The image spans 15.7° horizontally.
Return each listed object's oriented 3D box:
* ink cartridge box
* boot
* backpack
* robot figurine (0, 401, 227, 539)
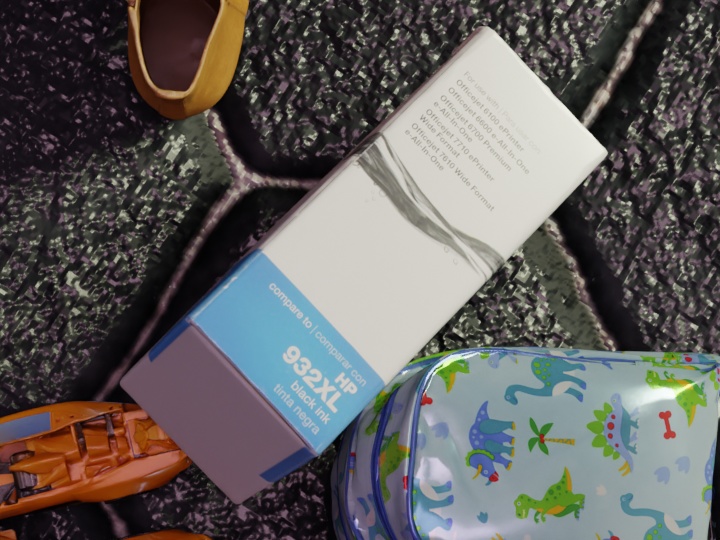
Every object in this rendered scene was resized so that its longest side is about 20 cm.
[{"bbox_3d":[0.000,0.000,1.181,0.084,0.145,0.200,46,68,-1],"label":"ink cartridge box"},{"bbox_3d":[-0.076,-0.171,1.213,0.070,0.144,0.202,2,87,-3],"label":"boot"},{"bbox_3d":[0.086,0.103,1.208,0.199,0.154,0.164,9,81,6],"label":"backpack"},{"bbox_3d":[-0.164,0.128,1.237,0.199,0.058,0.146,-14,85,-3],"label":"robot figurine"}]
